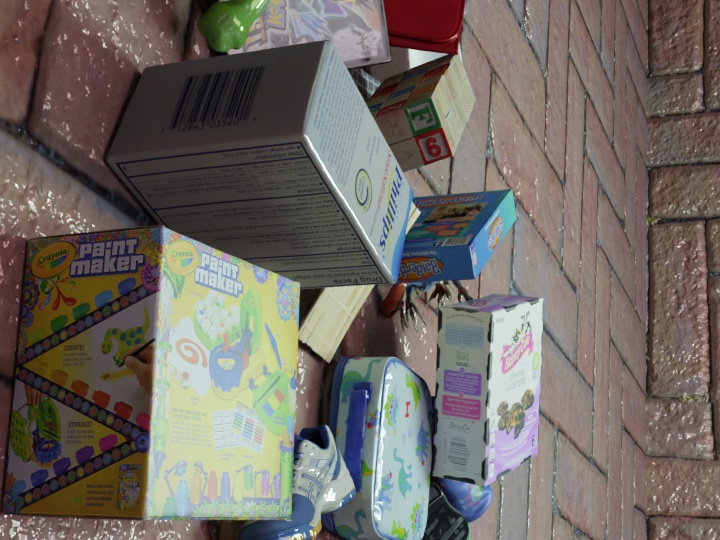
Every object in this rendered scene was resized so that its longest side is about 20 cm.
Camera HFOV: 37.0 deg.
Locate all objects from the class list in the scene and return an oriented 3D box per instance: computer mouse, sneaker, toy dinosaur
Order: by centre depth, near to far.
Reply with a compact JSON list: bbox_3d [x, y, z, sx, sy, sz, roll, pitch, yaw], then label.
[{"bbox_3d":[-0.071,0.208,1.029,0.200,0.075,0.089,-25,98,-71],"label":"sneaker"},{"bbox_3d":[0.094,0.279,1.351,0.141,0.046,0.200,-51,136,-9],"label":"computer mouse"},{"bbox_3d":[0.072,0.007,1.400,0.181,0.105,0.201,15,39,-55],"label":"toy dinosaur"}]

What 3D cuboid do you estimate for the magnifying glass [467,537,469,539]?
[{"bbox_3d":[0.141,0.375,1.522,0.080,0.022,0.202,49,45,-53],"label":"magnifying glass"}]

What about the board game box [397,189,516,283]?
[{"bbox_3d":[0.093,-0.043,1.316,0.200,0.151,0.045,-47,129,-57],"label":"board game box"}]

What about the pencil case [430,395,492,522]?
[{"bbox_3d":[0.117,0.243,1.410,0.087,0.078,0.201,-45,134,-24],"label":"pencil case"}]

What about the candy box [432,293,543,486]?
[{"bbox_3d":[0.155,0.135,1.287,0.167,0.071,0.202,-9,102,-59],"label":"candy box"}]

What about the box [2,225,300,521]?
[{"bbox_3d":[-0.144,0.087,0.805,0.200,0.121,0.195,27,63,-62],"label":"box"}]

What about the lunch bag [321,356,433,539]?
[{"bbox_3d":[0.019,0.201,1.199,0.161,0.082,0.202,39,52,-60],"label":"lunch bag"}]

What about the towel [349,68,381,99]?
[{"bbox_3d":[-0.014,-0.134,1.172,0.200,0.085,0.167,29,59,-62],"label":"towel"}]

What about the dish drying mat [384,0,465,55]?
[{"bbox_3d":[0.008,-0.270,1.117,0.018,0.198,0.077,96,3,-60],"label":"dish drying mat"}]

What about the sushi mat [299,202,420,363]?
[{"bbox_3d":[0.000,0.000,1.150,0.201,0.012,0.096,-58,151,-7],"label":"sushi mat"}]

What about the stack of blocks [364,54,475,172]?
[{"bbox_3d":[0.042,-0.151,1.066,0.200,0.114,0.059,-62,131,-64],"label":"stack of blocks"}]

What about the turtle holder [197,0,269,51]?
[{"bbox_3d":[-0.132,-0.292,0.900,0.132,0.141,0.186,-44,166,-29],"label":"turtle holder"}]

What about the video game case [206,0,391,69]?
[{"bbox_3d":[-0.064,-0.286,1.030,0.179,0.025,0.202,-15,103,-28],"label":"video game case"}]

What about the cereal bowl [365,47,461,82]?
[{"bbox_3d":[0.062,-0.250,1.358,0.200,0.083,0.202,-5,90,-66],"label":"cereal bowl"}]

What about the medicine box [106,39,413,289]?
[{"bbox_3d":[-0.076,-0.077,0.906,0.200,0.181,0.104,56,38,-48],"label":"medicine box"}]
